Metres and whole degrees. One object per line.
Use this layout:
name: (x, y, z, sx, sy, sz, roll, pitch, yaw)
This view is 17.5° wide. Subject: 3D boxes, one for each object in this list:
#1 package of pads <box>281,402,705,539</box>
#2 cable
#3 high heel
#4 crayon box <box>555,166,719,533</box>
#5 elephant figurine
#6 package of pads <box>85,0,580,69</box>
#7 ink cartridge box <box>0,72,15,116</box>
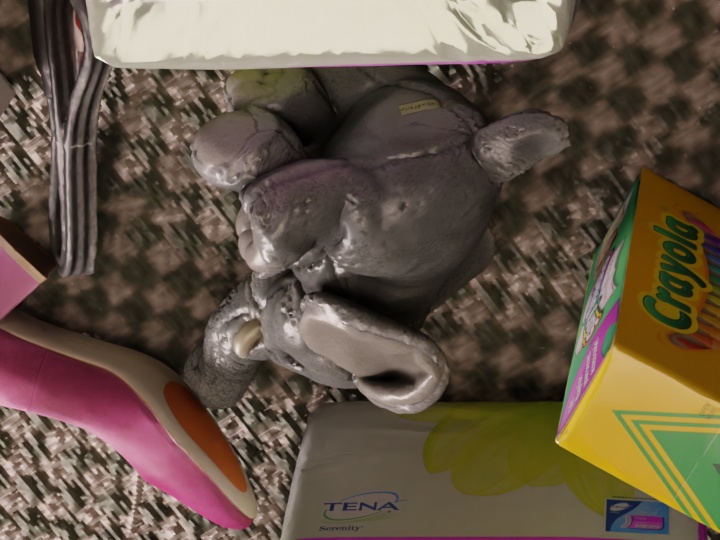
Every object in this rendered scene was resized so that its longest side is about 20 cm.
package of pads: (0.063, 0.126, 1.098, 0.198, 0.155, 0.069, 0, 122, 8)
cable: (-0.120, -0.080, 1.076, 0.050, 0.097, 0.202, -14, 121, -18)
high heel: (-0.144, 0.074, 1.153, 0.200, 0.067, 0.096, 44, 103, -7)
crayon box: (0.180, 0.050, 1.024, 0.172, 0.200, 0.059, 29, 115, -3)
elephant figurine: (0.000, 0.000, 1.084, 0.141, 0.155, 0.201, -29, 137, -22)
package of pads: (-0.003, -0.129, 0.996, 0.198, 0.155, 0.069, 0, 105, 8)
ink cartridge box: (-0.269, -0.033, 1.082, 0.199, 0.147, 0.083, -34, 107, 22)
